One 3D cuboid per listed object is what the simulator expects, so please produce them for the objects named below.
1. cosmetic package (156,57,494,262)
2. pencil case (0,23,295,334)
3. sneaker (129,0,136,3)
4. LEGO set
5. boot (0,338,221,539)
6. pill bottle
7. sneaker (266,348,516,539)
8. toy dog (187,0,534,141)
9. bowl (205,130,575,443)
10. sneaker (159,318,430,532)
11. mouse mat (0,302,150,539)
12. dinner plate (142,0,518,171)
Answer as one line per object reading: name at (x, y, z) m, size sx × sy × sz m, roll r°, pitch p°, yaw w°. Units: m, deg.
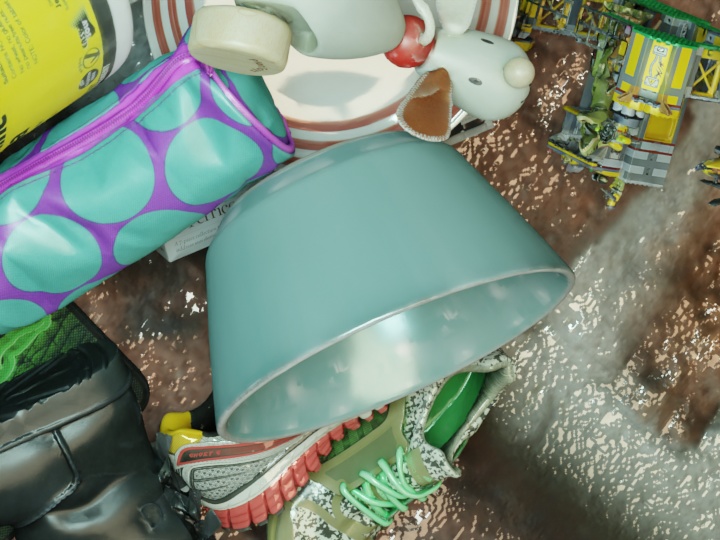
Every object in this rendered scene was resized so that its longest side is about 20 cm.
cosmetic package at (-0.032, -0.082, 1.510) m, size 0.199 × 0.051 × 0.083 m, roll -24°, pitch 111°, yaw -14°
pencil case at (-0.134, -0.046, 1.417) m, size 0.199 × 0.085 × 0.092 m, roll -31°, pitch 140°, yaw 14°
sneaker at (-0.088, -0.208, 1.343) m, size 0.074 × 0.118 × 0.201 m, roll 32°, pitch 105°, yaw -9°
LEGO set at (0.143, -0.084, 1.517) m, size 0.153 × 0.200 × 0.116 m, roll 3°, pitch 108°, yaw -44°
boot at (-0.176, 0.144, 1.487) m, size 0.198 × 0.073 × 0.163 m, roll -24°, pitch 111°, yaw -5°
pill bottle at (-0.215, -0.097, 1.338) m, size 0.200 × 0.112 × 0.113 m, roll -38°, pitch 118°, yaw -30°
sneaker at (0.019, 0.106, 1.567) m, size 0.077 × 0.089 × 0.200 m, roll 32°, pitch 92°, yaw -27°
toy dog at (0.015, -0.128, 1.352) m, size 0.199 × 0.096 × 0.133 m, roll -5°, pitch 95°, yaw -35°
bowl at (0.000, 0.000, 1.431) m, size 0.200 × 0.201 × 0.105 m, roll -19°, pitch 75°, yaw -16°
sneaker at (-0.028, 0.051, 1.538) m, size 0.200 × 0.078 × 0.082 m, roll -46°, pitch 116°, yaw -4°
mouse mat at (-0.229, 0.085, 1.505) m, size 0.200 × 0.008 × 0.161 m, roll -44°, pitch 117°, yaw -4°
dinner plate at (-0.016, -0.148, 1.449) m, size 0.199 × 0.024 × 0.201 m, roll -3°, pitch 109°, yaw -9°
